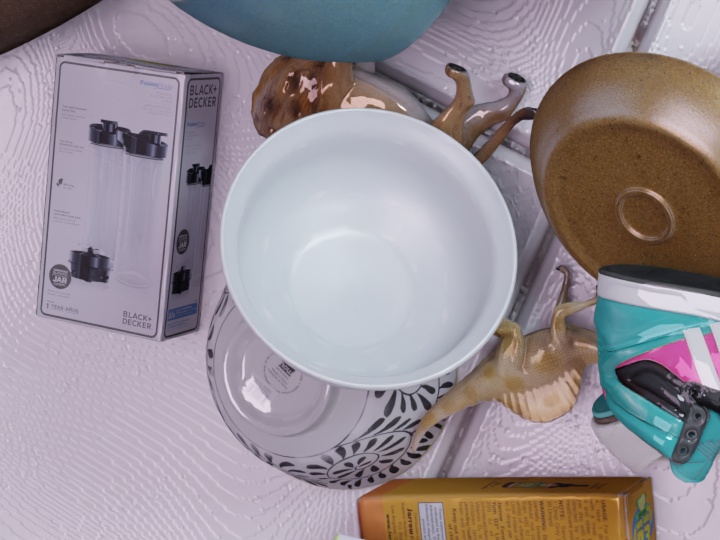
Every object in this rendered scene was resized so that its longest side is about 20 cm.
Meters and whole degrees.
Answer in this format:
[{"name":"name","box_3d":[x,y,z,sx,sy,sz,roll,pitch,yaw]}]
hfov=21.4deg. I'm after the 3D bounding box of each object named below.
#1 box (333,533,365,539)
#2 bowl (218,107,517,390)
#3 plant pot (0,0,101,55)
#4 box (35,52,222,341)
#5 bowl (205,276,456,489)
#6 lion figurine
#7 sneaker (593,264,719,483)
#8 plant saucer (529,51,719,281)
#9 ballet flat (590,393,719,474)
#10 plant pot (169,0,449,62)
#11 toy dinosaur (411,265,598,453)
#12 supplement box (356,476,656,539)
[{"name":"box","box_3d":[0.049,0.253,1.315,0.199,0.048,0.122,12,134,12]},{"name":"bowl","box_3d":[0.000,0.000,1.274,0.200,0.090,0.202,4,65,-8]},{"name":"plant pot","box_3d":[-0.290,-0.234,1.409,0.199,0.187,0.188,-8,92,11]},{"name":"box","box_3d":[-0.173,-0.057,1.424,0.116,0.060,0.201,9,100,24]},{"name":"bowl","box_3d":[-0.040,0.066,1.358,0.200,0.094,0.202,3,96,25]},{"name":"lion figurine","box_3d":[0.020,-0.108,1.323,0.199,0.072,0.123,31,115,15]},{"name":"sneaker","box_3d":[0.231,0.074,1.164,0.199,0.083,0.122,14,103,27]},{"name":"plant saucer","box_3d":[0.189,-0.043,1.216,0.199,0.035,0.201,22,135,24]},{"name":"ballet flat","box_3d":[0.247,0.084,1.248,0.199,0.069,0.070,-23,86,30]},{"name":"plant pot","box_3d":[-0.011,-0.210,1.210,0.135,0.201,0.200,38,115,-22]},{"name":"toy dinosaur","box_3d":[0.106,0.058,1.300,0.199,0.058,0.102,-19,79,19]},{"name":"supplement box","box_3d":[0.101,0.180,1.320,0.199,0.066,0.069,-6,94,26]}]
